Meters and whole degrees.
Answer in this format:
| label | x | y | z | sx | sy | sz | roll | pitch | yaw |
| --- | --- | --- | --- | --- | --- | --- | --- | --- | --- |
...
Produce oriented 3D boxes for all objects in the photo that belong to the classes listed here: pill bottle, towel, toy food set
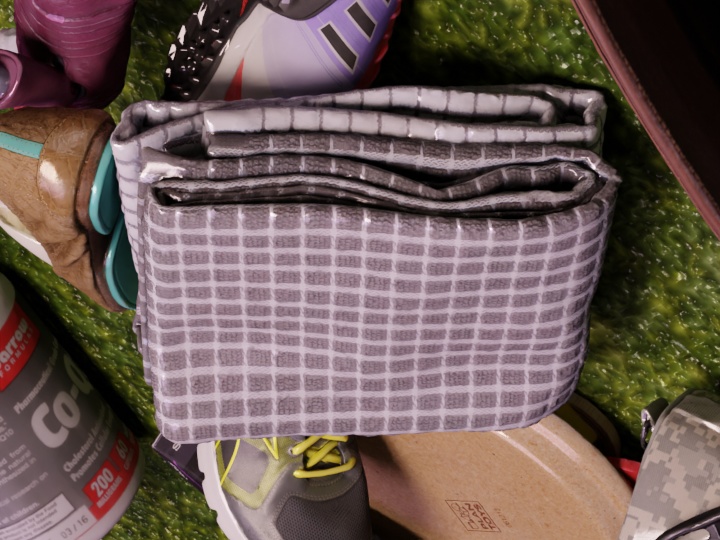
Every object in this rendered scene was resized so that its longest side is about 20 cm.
| label | x | y | z | sx | sy | sz | roll | pitch | yaw |
| --- | --- | --- | --- | --- | --- | --- | --- | --- | --- |
| pill bottle | -0.222 | 0.070 | 1.336 | 0.114 | 0.114 | 0.200 | -2 | 132 | 46 |
| towel | 0.000 | 0.000 | 0.970 | 0.200 | 0.086 | 0.166 | -1 | 146 | -3 |
| toy food set | 0.068 | 0.106 | 1.155 | 0.200 | 0.049 | 0.198 | 45 | 148 | -12 |

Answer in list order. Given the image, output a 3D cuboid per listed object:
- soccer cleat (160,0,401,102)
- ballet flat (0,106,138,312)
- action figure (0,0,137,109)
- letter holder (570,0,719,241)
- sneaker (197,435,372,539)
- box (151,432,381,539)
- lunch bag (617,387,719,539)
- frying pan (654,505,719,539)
| label | x | y | z | sx | sy | sz | roll | pitch | yaw |
| --- | --- | --- | --- | --- | --- | --- | --- | --- | --- |
| soccer cleat | -0.013 | -0.106 | 0.952 | 0.073 | 0.068 | 0.200 | 18 | 148 | -22 |
| ballet flat | -0.131 | -0.030 | 1.030 | 0.072 | 0.068 | 0.200 | 17 | 171 | 7 |
| action figure | -0.113 | -0.125 | 0.982 | 0.149 | 0.134 | 0.200 | 18 | 143 | 2 |
| letter holder | 0.144 | -0.104 | 0.703 | 0.101 | 0.142 | 0.200 | -1 | 133 | 46 |
| sneaker | -0.036 | 0.057 | 1.101 | 0.085 | 0.074 | 0.200 | -25 | 83 | 55 |
| box | -0.012 | 0.153 | 1.245 | 0.200 | 0.036 | 0.143 | 35 | 171 | 20 |
| lunch bag | 0.201 | 0.152 | 0.997 | 0.200 | 0.139 | 0.168 | 21 | 122 | 26 |
| frying pan | 0.198 | 0.065 | 0.909 | 0.190 | 0.031 | 0.115 | -2 | 100 | 21 |
